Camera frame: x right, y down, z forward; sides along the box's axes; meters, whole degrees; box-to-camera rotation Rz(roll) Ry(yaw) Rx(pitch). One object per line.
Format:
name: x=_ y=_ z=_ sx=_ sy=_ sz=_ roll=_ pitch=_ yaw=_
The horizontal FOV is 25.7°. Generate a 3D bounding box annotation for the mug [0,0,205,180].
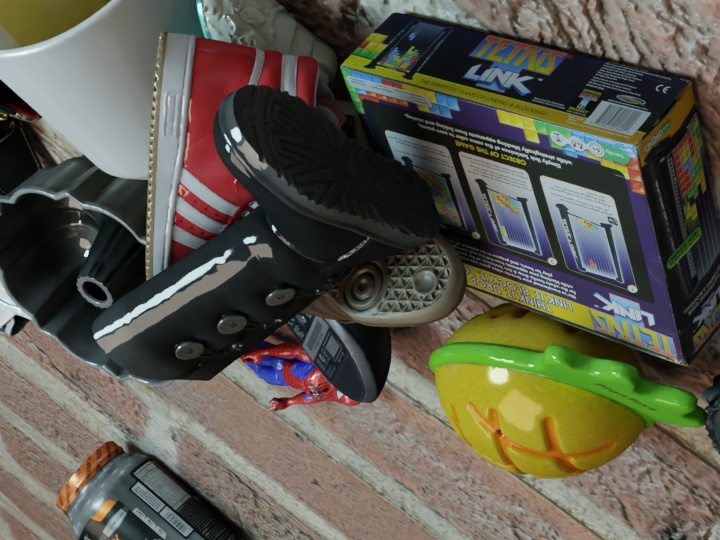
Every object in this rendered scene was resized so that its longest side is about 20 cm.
mug: x=-0.150 y=-0.152 z=1.018 sx=0.149 sy=0.187 sz=0.153 roll=-14 pitch=136 yaw=21

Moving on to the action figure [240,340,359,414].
action figure: x=-0.067 y=0.082 z=1.309 sx=0.199 sy=0.052 sz=0.066 roll=11 pitch=136 yaw=43

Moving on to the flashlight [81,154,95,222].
flashlight: x=-0.192 y=-0.014 z=1.325 sx=0.067 sy=0.068 sz=0.201 roll=-4 pitch=133 yaw=12

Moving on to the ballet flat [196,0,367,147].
ballet flat: x=-0.035 y=-0.107 z=0.984 sx=0.072 sy=0.072 sz=0.200 roll=19 pitch=147 yaw=39

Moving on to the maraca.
maraca: x=0.121 y=0.071 z=0.955 sx=0.137 sy=0.108 sz=0.200 roll=20 pitch=167 yaw=-24

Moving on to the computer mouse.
computer mouse: x=-0.035 y=0.004 z=1.152 sx=0.200 sy=0.053 sz=0.139 roll=53 pitch=156 yaw=7

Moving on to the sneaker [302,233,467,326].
sneaker: x=0.000 y=0.000 z=0.978 sx=0.199 sy=0.071 sz=0.075 roll=11 pitch=170 yaw=44

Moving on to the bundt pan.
bundt pan: x=-0.184 y=-0.008 z=1.210 sx=0.201 sy=0.076 sz=0.202 roll=21 pitch=141 yaw=18

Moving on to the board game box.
board game box: x=0.100 y=-0.047 z=0.878 sx=0.199 sy=0.057 sz=0.166 roll=21 pitch=148 yaw=37

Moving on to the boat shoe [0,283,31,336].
boat shoe: x=-0.324 y=0.029 z=1.492 sx=0.199 sy=0.069 sz=0.072 roll=15 pitch=174 yaw=5

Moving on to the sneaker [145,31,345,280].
sneaker: x=-0.070 y=-0.051 z=0.943 sx=0.112 sy=0.071 sz=0.201 roll=4 pitch=136 yaw=-6

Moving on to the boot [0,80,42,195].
boot: x=-0.300 y=-0.132 z=1.290 sx=0.150 sy=0.073 sz=0.201 roll=5 pitch=129 yaw=51

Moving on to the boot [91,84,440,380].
boot: x=-0.080 y=-0.011 z=0.888 sx=0.200 sy=0.066 sz=0.165 roll=-28 pitch=141 yaw=31

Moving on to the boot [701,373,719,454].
boot: x=0.283 y=0.116 z=0.845 sx=0.199 sy=0.073 sz=0.162 roll=55 pitch=150 yaw=-8

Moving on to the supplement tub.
supplement tub: x=-0.234 y=0.289 z=1.755 sx=0.200 sy=0.123 sz=0.123 roll=39 pitch=153 yaw=9
